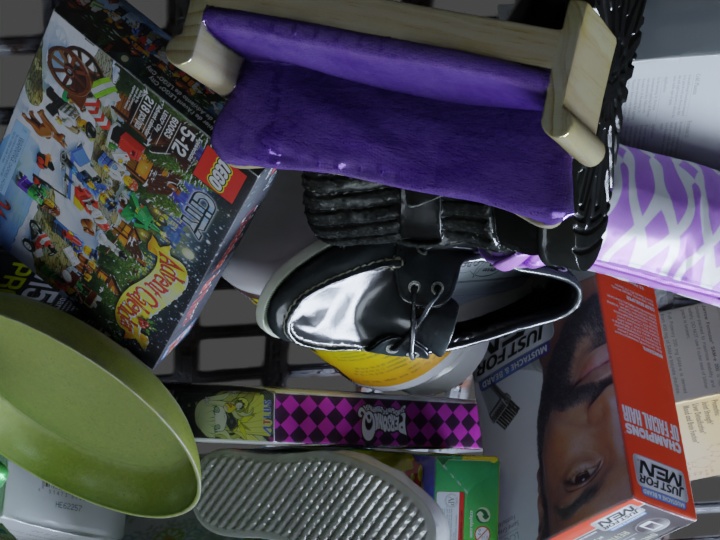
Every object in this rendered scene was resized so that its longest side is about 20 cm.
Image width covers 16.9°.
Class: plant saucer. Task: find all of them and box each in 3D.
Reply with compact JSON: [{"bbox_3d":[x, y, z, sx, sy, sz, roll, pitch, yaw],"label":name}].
[{"bbox_3d":[-0.174,0.073,1.408,0.200,0.031,0.200,23,151,13],"label":"plant saucer"}]

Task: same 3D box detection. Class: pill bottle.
[{"bbox_3d":[0.000,0.000,1.406,0.109,0.109,0.200,-20,146,21],"label":"pill bottle"}]

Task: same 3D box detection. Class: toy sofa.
[{"bbox_3d":[0.014,-0.088,1.143,0.200,0.098,0.083,12,175,17],"label":"toy sofa"}]

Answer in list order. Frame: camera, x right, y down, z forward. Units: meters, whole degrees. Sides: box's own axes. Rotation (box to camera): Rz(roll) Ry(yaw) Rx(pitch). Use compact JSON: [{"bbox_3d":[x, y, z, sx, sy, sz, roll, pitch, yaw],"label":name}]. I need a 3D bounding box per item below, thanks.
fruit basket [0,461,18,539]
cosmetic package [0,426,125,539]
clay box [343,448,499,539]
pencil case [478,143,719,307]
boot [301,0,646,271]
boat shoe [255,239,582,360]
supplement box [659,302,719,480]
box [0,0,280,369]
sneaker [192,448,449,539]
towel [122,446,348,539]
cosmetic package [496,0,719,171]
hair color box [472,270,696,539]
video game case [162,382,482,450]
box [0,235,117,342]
[{"bbox_3d":[-0.315,0.111,1.384,0.200,0.185,0.094,8,106,-40],"label":"fruit basket"},{"bbox_3d":[-0.253,0.150,1.589,0.102,0.074,0.200,19,155,-40],"label":"cosmetic package"},{"bbox_3d":[0.030,0.170,1.513,0.048,0.115,0.200,3,176,-19],"label":"clay box"},{"bbox_3d":[0.157,-0.021,1.330,0.200,0.086,0.084,13,158,-27],"label":"pencil case"},{"bbox_3d":[0.053,-0.106,1.226,0.158,0.212,0.079,11,-174,22],"label":"boot"},{"bbox_3d":[0.039,0.017,1.314,0.199,0.066,0.075,-5,128,-39],"label":"boat shoe"},{"bbox_3d":[0.261,0.075,1.613,0.200,0.074,0.126,-13,149,9],"label":"supplement box"},{"bbox_3d":[-0.126,-0.048,1.297,0.137,0.038,0.200,39,142,5],"label":"box"},{"bbox_3d":[-0.009,0.139,1.460,0.200,0.074,0.082,12,-173,44],"label":"sneaker"},{"bbox_3d":[-0.101,0.173,1.589,0.171,0.200,0.048,-4,113,29],"label":"towel"},{"bbox_3d":[0.149,-0.078,1.364,0.150,0.052,0.200,-3,148,-2],"label":"cosmetic package"},{"bbox_3d":[0.129,0.076,1.468,0.064,0.200,0.111,22,138,-39],"label":"hair color box"},{"bbox_3d":[-0.052,0.091,1.506,0.181,0.036,0.200,0,176,40],"label":"video game case"},{"bbox_3d":[-0.223,0.026,1.467,0.160,0.044,0.200,11,145,-26],"label":"box"}]
